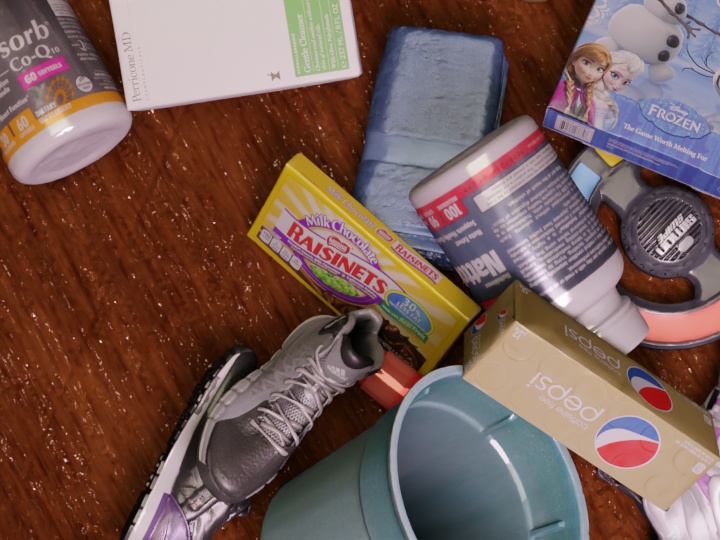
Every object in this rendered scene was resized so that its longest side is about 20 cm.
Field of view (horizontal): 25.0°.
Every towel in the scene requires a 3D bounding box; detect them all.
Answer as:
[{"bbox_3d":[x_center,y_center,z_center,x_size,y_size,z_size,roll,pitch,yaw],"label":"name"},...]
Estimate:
[{"bbox_3d":[0.058,-0.105,1.384,0.112,0.049,0.200,11,85,6],"label":"towel"}]

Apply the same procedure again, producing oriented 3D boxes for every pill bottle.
[{"bbox_3d":[0.140,-0.012,1.298,0.120,0.120,0.200,-34,94,0],"label":"pill bottle"},{"bbox_3d":[-0.289,-0.183,1.383,0.116,0.116,0.200,-31,83,0],"label":"pill bottle"}]

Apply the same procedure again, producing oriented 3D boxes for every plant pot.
[{"bbox_3d":[0.037,0.199,1.257,0.196,0.200,0.200,-30,80,42],"label":"plant pot"}]

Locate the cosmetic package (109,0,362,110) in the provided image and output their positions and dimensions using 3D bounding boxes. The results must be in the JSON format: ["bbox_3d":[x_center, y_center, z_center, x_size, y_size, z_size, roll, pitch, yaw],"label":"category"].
[{"bbox_3d":[-0.104,-0.201,1.379,0.200,0.085,0.108,-10,97,1],"label":"cosmetic package"}]

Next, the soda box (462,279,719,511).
[{"bbox_3d":[0.175,0.096,1.237,0.200,0.064,0.068,34,117,-14],"label":"soda box"}]

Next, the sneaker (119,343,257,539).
[{"bbox_3d":[-0.121,0.162,1.365,0.088,0.076,0.200,27,90,-8],"label":"sneaker"}]

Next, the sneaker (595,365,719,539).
[{"bbox_3d":[0.262,0.153,1.325,0.140,0.078,0.200,2,83,4],"label":"sneaker"}]

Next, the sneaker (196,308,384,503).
[{"bbox_3d":[-0.047,0.095,1.294,0.075,0.115,0.200,45,55,-13],"label":"sneaker"}]

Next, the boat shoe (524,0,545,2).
[{"bbox_3d":[0.157,-0.335,1.393,0.073,0.065,0.200,0,83,6],"label":"boat shoe"}]

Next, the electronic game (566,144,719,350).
[{"bbox_3d":[0.258,-0.033,1.364,0.200,0.042,0.200,0,83,4],"label":"electronic game"}]

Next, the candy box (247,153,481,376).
[{"bbox_3d":[0.000,0.000,1.355,0.200,0.102,0.026,40,44,7],"label":"candy box"}]

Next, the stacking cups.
[{"bbox_3d":[0.089,0.137,1.340,0.200,0.061,0.061,40,88,3],"label":"stacking cups"}]

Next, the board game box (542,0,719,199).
[{"bbox_3d":[0.282,-0.174,1.357,0.200,0.043,0.199,23,72,6],"label":"board game box"}]
